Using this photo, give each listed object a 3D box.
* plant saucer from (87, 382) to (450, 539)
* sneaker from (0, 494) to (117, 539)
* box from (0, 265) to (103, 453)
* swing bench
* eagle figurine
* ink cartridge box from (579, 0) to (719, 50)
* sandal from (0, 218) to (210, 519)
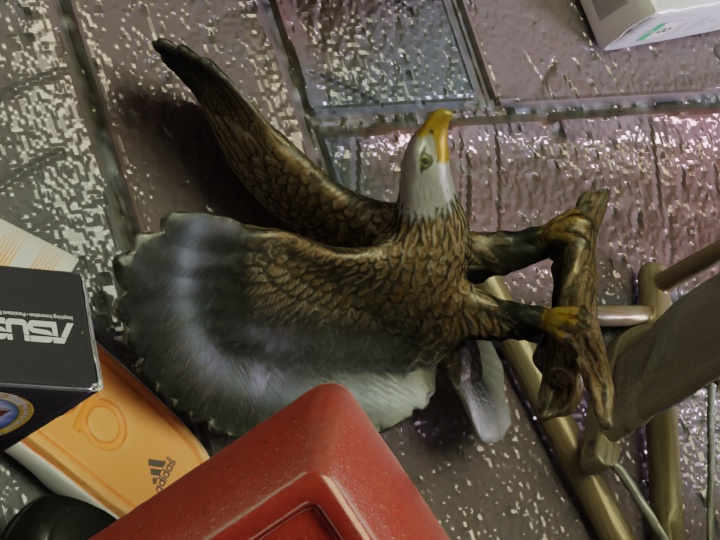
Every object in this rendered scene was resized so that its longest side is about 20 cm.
[{"bbox_3d":[-0.036,0.175,1.043,0.200,0.200,0.037,56,1,-2],"label":"plant saucer"},{"bbox_3d":[-0.045,0.151,1.102,0.200,0.088,0.076,48,46,-10],"label":"sneaker"},{"bbox_3d":[-0.211,0.041,0.970,0.200,0.160,0.044,6,65,-39],"label":"box"},{"bbox_3d":[0.169,0.055,1.254,0.130,0.199,0.200,0,68,-39],"label":"swing bench"},{"bbox_3d":[0.001,-0.007,1.202,0.199,0.152,0.151,7,94,-5],"label":"eagle figurine"},{"bbox_3d":[0.167,-0.202,1.493,0.200,0.050,0.161,-14,78,-41],"label":"ink cartridge box"},{"bbox_3d":[-0.122,0.026,1.122,0.207,0.059,0.079,37,49,-19],"label":"sandal"}]
